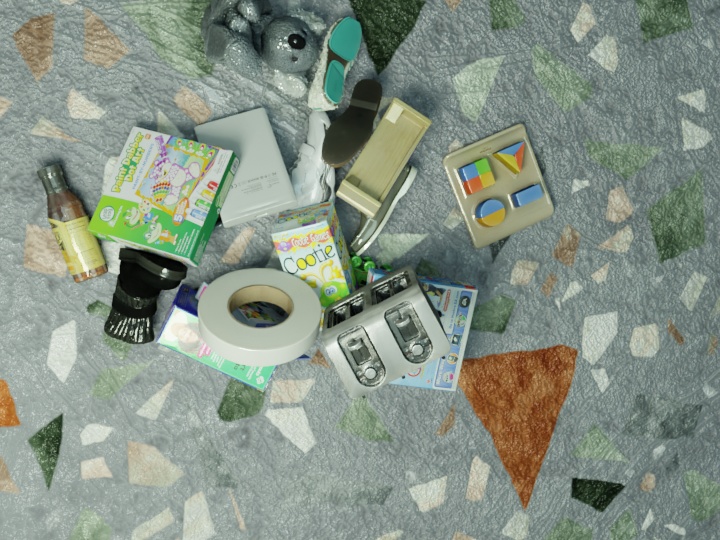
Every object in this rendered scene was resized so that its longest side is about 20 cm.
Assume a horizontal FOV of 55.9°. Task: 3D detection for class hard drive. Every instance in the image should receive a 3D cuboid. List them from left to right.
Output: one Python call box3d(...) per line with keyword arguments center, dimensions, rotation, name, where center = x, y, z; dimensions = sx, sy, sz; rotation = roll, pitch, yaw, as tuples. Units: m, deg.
box3d(center=(-0.201, -0.182, 1.186), dimensions=(0.131, 0.027, 0.201), rotation=(-18, 69, -8), name="hard drive")

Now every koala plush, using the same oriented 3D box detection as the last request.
box3d(center=(-0.156, -0.403, 1.170), dimensions=(0.199, 0.183, 0.179), rotation=(10, 95, -35), name="koala plush")

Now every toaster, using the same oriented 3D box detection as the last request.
box3d(center=(0.041, 0.093, 1.108), dimensions=(0.180, 0.200, 0.119), rotation=(-26, 103, 6), name="toaster")

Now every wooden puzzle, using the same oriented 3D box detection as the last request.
box3d(center=(0.278, -0.165, 1.337), dimensions=(0.184, 0.046, 0.201), rotation=(-24, 102, -9), name="wooden puzzle")

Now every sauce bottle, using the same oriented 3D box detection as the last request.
box3d(center=(-0.499, -0.081, 1.169), dimensions=(0.066, 0.066, 0.201), rotation=(-20, 99, -9), name="sauce bottle")

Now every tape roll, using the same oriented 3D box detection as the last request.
box3d(center=(-0.162, 0.070, 1.098), dimensions=(0.201, 0.203, 0.037), rotation=(-1, 129, -12), name="tape roll")

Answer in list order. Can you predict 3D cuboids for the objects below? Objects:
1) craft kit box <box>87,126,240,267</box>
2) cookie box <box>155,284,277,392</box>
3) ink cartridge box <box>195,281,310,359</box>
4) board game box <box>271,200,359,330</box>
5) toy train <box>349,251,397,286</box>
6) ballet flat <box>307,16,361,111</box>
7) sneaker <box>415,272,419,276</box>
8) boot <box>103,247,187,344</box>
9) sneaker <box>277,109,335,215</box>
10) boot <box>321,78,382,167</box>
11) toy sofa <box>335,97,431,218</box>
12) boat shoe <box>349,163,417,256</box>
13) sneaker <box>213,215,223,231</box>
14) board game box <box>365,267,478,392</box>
box3d(center=(-0.329, -0.128, 1.141), dimensions=(0.196, 0.049, 0.201), rotation=(14, 75, 16), name="craft kit box")
box3d(center=(-0.245, 0.115, 1.195), dimensions=(0.199, 0.171, 0.076), rotation=(27, 95, -14), name="cookie box")
box3d(center=(-0.179, 0.087, 1.179), dimensions=(0.200, 0.119, 0.042), rotation=(36, 100, 28), name="ink cartridge box")
box3d(center=(-0.074, -0.005, 1.216), dimensions=(0.104, 0.103, 0.201), rotation=(-13, 114, 10), name="board game box")
box3d(center=(0.000, 0.000, 1.302), dimensions=(0.199, 0.042, 0.057), rotation=(20, 103, -14), name="toy train")
box3d(center=(-0.054, -0.369, 1.218), dimensions=(0.071, 0.072, 0.201), rotation=(23, 64, -14), name="ballet flat")
box3d(center=(0.092, 0.096, 1.293), dimensions=(0.114, 0.076, 0.202), rotation=(-5, 113, -1), name="sneaker")
box3d(center=(-0.364, 0.051, 1.151), dimensions=(0.079, 0.211, 0.159), rotation=(11, 91, -35), name="boot")
box3d(center=(-0.107, -0.193, 1.233), dimensions=(0.114, 0.075, 0.202), rotation=(-4, 101, -14), name="sneaker")
box3d(center=(-0.011, -0.246, 1.210), dimensions=(0.073, 0.076, 0.201), rotation=(21, 59, 8), name="boot")
box3d(center=(0.040, -0.199, 1.226), dimensions=(0.082, 0.098, 0.201), rotation=(32, 76, -3), name="toy sofa")
box3d(center=(0.031, -0.123, 1.277), dimensions=(0.060, 0.072, 0.202), rotation=(33, 83, -13), name="boat shoe")
box3d(center=(-0.302, -0.092, 1.180), dimensions=(0.199, 0.096, 0.080), rotation=(-21, 137, -9), name="sneaker")
box3d(center=(0.096, 0.109, 1.238), dimensions=(0.194, 0.056, 0.202), rotation=(9, 102, -11), name="board game box")
